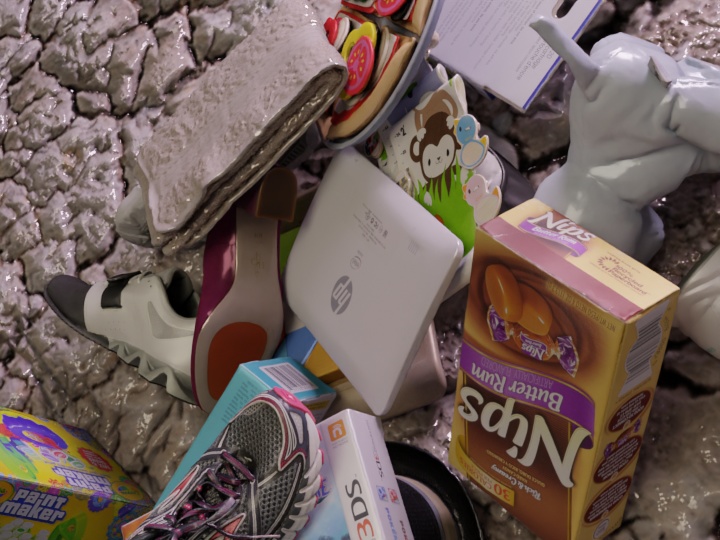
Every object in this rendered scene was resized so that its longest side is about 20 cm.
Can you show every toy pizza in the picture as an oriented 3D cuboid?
[{"bbox_3d":[0.006,-0.187,0.958,0.200,0.032,0.201,-49,31,43],"label":"toy pizza"}]

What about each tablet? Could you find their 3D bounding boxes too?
[{"bbox_3d":[0.000,0.000,0.912,0.130,0.014,0.200,-66,31,14],"label":"tablet"}]

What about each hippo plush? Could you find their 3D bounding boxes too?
[{"bbox_3d":[0.180,-0.055,0.825,0.159,0.200,0.161,25,107,20],"label":"hippo plush"}]

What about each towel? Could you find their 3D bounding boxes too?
[{"bbox_3d":[-0.096,-0.112,0.980,0.200,0.034,0.133,-45,37,15],"label":"towel"}]

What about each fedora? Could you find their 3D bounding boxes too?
[{"bbox_3d":[-0.017,0.205,0.899,0.200,0.092,0.201,-11,69,30],"label":"fedora"}]

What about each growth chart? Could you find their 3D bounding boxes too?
[{"bbox_3d":[0.044,-0.065,0.894,0.145,0.018,0.200,-51,42,48],"label":"growth chart"}]

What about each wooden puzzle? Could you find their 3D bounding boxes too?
[{"bbox_3d":[-0.033,0.029,1.005,0.185,0.037,0.201,-23,63,24],"label":"wooden puzzle"}]

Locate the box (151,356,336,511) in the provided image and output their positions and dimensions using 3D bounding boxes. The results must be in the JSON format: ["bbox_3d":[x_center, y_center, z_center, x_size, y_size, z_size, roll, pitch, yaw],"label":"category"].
[{"bbox_3d":[-0.101,0.159,0.953,0.049,0.082,0.200,37,104,19],"label":"box"}]

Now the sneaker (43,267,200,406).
[{"bbox_3d":[-0.178,0.031,1.073,0.200,0.074,0.089,26,93,33],"label":"sneaker"}]

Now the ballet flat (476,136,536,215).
[{"bbox_3d":[0.059,-0.085,0.965,0.068,0.068,0.200,-45,56,9],"label":"ballet flat"}]

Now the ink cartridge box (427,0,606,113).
[{"bbox_3d":[0.120,-0.235,0.994,0.200,0.047,0.198,39,95,34],"label":"ink cartridge box"}]

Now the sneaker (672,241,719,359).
[{"bbox_3d":[0.279,-0.023,0.813,0.080,0.070,0.200,40,92,10],"label":"sneaker"}]

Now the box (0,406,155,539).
[{"bbox_3d":[-0.303,0.215,1.014,0.122,0.200,0.193,37,94,36],"label":"box"}]

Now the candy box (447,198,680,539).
[{"bbox_3d":[0.120,0.071,0.809,0.117,0.056,0.200,36,139,36],"label":"candy box"}]

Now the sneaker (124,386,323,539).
[{"bbox_3d":[-0.096,0.161,0.807,0.081,0.075,0.200,34,93,37],"label":"sneaker"}]

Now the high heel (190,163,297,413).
[{"bbox_3d":[-0.097,0.007,1.005,0.096,0.067,0.201,27,99,62],"label":"high heel"}]

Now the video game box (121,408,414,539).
[{"bbox_3d":[-0.052,0.212,0.835,0.200,0.047,0.183,-30,58,21],"label":"video game box"}]

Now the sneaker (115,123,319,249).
[{"bbox_3d":[-0.125,-0.095,1.094,0.200,0.078,0.100,-33,49,13],"label":"sneaker"}]
